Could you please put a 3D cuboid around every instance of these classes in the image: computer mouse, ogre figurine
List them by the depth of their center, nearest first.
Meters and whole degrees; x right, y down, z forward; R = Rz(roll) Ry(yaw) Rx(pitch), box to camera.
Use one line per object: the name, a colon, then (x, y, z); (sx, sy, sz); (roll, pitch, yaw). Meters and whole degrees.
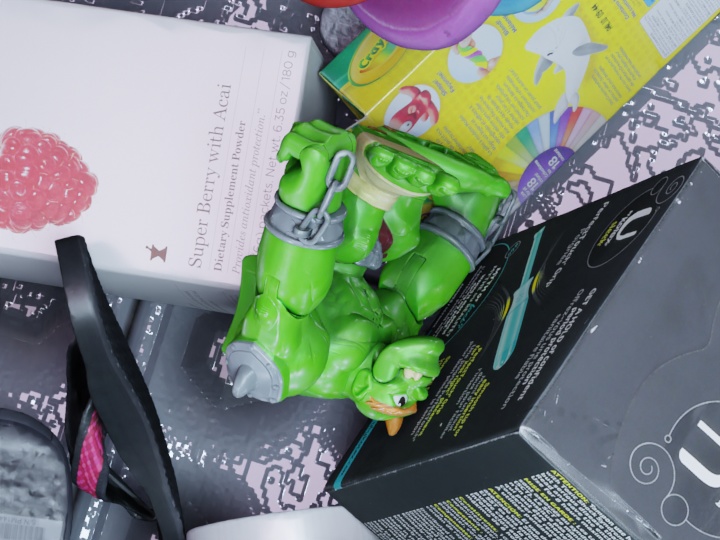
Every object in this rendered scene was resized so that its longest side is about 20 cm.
ogre figurine: (0.000, 0.000, 1.276); (0.098, 0.200, 0.120); (25, 98, 2)
computer mouse: (-0.199, 0.161, 1.312); (0.139, 0.046, 0.201); (3, 82, -14)

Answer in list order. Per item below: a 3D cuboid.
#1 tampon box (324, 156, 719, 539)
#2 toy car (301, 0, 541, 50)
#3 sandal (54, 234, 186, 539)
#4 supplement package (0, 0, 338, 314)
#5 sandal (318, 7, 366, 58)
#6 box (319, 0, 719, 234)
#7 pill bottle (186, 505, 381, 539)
tampon box: (0.105, 0.065, 1.272); (0.126, 0.200, 0.150); (41, 67, -12)
toy car: (0.019, -0.169, 1.254); (0.174, 0.199, 0.151); (-17, 68, 37)
sandal: (-0.118, 0.064, 1.345); (0.045, 0.201, 0.075); (-19, 44, -1)
supplement package: (-0.121, -0.053, 1.383); (0.199, 0.120, 0.122); (8, 84, 7)
sandal: (0.066, -0.157, 1.424); (0.200, 0.043, 0.076); (-40, 88, -10)
box: (0.070, -0.099, 1.373); (0.200, 0.117, 0.048); (-45, 46, -3)
pill bottle: (-0.023, 0.211, 1.343); (0.109, 0.110, 0.201); (-8, 81, 5)
